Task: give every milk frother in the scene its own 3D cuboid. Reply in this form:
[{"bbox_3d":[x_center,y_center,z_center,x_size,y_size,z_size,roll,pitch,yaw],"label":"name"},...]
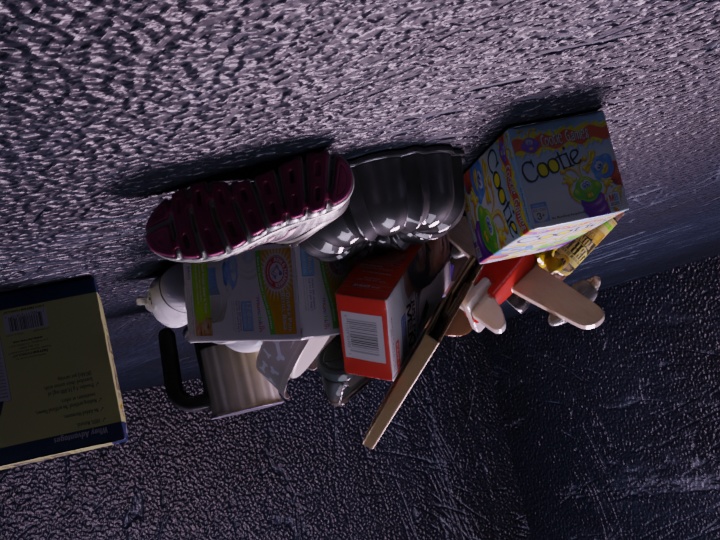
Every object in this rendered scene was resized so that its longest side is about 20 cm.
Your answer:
[{"bbox_3d":[-0.213,0.140,1.728,0.180,0.189,0.200,-14,172,16],"label":"milk frother"}]

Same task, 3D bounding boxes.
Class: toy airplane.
[{"bbox_3d":[0.199,-0.006,1.330,0.199,0.201,0.141,-16,160,26],"label":"toy airplane"}]

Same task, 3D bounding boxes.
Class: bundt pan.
[{"bbox_3d":[0.020,-0.061,1.101,0.201,0.076,0.202,-14,173,-2],"label":"bundt pan"}]

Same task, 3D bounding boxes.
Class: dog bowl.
[{"bbox_3d":[-0.072,0.076,1.467,0.200,0.059,0.200,-56,171,-13],"label":"dog bowl"}]

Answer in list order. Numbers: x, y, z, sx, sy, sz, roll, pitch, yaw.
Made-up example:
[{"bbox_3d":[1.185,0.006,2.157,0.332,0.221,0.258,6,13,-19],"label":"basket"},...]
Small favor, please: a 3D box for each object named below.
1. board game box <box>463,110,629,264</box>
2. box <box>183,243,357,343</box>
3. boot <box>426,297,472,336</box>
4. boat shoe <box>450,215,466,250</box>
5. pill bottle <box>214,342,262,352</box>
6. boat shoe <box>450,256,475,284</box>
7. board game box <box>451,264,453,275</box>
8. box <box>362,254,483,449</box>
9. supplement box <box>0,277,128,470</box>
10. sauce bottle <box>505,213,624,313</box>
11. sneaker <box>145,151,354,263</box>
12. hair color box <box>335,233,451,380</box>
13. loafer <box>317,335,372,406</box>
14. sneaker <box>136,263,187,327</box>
[{"bbox_3d":[0.185,-0.081,1.121,0.105,0.103,0.200,-12,172,-10],"label":"board game box"},{"bbox_3d":[-0.104,0.024,1.246,0.200,0.113,0.101,-4,-179,43],"label":"box"},{"bbox_3d":[0.051,0.033,1.518,0.199,0.077,0.155,7,-165,-28],"label":"boot"},{"bbox_3d":[0.086,-0.024,1.524,0.200,0.062,0.074,-18,173,43],"label":"boat shoe"},{"bbox_3d":[-0.146,0.062,1.565,0.112,0.112,0.200,-17,171,28],"label":"pill bottle"},{"bbox_3d":[0.185,-0.026,1.443,0.200,0.075,0.073,-36,161,-9],"label":"boat shoe"},{"bbox_3d":[0.000,0.000,1.370,0.200,0.045,0.134,-7,-156,-38],"label":"board game box"},{"bbox_3d":[0.071,0.095,1.245,0.164,0.021,0.200,-55,174,-49],"label":"box"},{"bbox_3d":[-0.403,0.133,1.317,0.199,0.200,0.134,-11,172,-12],"label":"supplement box"},{"bbox_3d":[0.274,-0.026,1.466,0.200,0.065,0.065,-49,167,6],"label":"sauce bottle"},{"bbox_3d":[-0.096,-0.049,0.987,0.199,0.074,0.087,-19,165,5],"label":"sneaker"},{"bbox_3d":[0.042,0.019,1.212,0.064,0.111,0.200,8,-144,21],"label":"hair color box"},{"bbox_3d":[0.018,0.086,1.273,0.072,0.063,0.200,23,-139,31],"label":"loafer"},{"bbox_3d":[-0.192,0.028,1.401,0.200,0.075,0.115,-1,168,-40],"label":"sneaker"}]
